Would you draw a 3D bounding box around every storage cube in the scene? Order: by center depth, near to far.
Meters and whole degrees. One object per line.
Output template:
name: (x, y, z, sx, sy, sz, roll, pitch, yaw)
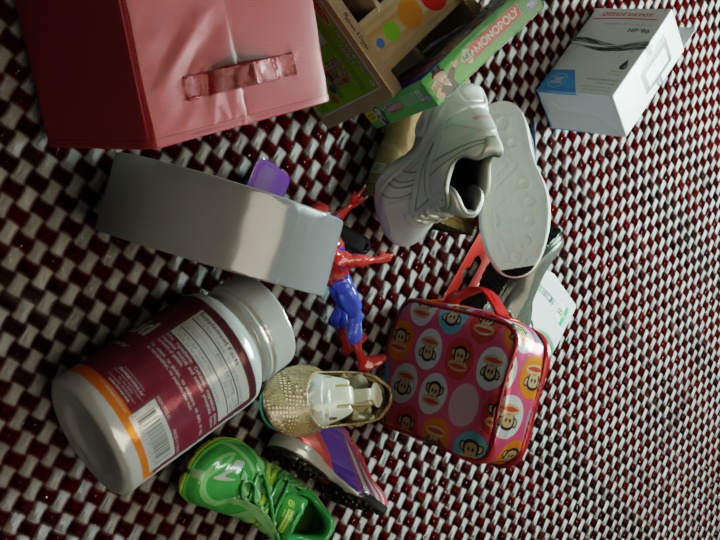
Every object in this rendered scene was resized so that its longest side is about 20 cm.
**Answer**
storage cube: (-0.149, -0.201, 0.776, 0.169, 0.198, 0.184, -22, 109, -38)

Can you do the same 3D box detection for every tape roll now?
tape roll: (-0.115, -0.037, 0.842, 0.198, 0.198, 0.068, 17, 88, -45)

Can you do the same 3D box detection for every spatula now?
spatula: (-0.050, -0.053, 1.027, 0.199, 0.020, 0.057, 28, 86, -45)

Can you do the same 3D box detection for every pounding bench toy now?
pounding bench toy: (-0.012, -0.270, 0.934, 0.156, 0.124, 0.201, -46, 107, -27)

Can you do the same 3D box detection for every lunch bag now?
lunch bag: (0.107, 0.104, 1.098, 0.081, 0.198, 0.180, 14, 91, -40)

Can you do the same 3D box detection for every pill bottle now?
pill bottle: (-0.159, 0.092, 0.892, 0.199, 0.113, 0.116, -34, 122, -34)

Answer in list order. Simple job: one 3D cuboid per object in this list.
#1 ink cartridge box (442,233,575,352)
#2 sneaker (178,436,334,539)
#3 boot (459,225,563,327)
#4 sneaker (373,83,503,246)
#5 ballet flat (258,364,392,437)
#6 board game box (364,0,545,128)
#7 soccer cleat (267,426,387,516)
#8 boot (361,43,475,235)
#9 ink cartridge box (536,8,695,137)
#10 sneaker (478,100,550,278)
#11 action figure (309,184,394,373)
ink cartridge box: (0.184, 0.055, 1.268, 0.200, 0.050, 0.163, 47, 67, -43)
sneaker: (-0.095, 0.222, 1.008, 0.199, 0.083, 0.075, 32, 79, -43)
boot: (0.195, 0.054, 1.230, 0.200, 0.067, 0.131, -47, 117, -14)
sneaker: (0.075, -0.078, 0.983, 0.077, 0.101, 0.201, -7, 145, -27)
ballet flat: (-0.025, 0.124, 1.004, 0.199, 0.064, 0.072, 4, 75, -64)
board game box: (0.080, -0.197, 0.956, 0.134, 0.200, 0.029, -43, 102, -10)
soccer cleat: (-0.023, 0.203, 1.092, 0.200, 0.067, 0.074, 45, 57, -41)
boot: (0.091, -0.153, 1.112, 0.174, 0.065, 0.204, 21, 84, -45)
ink cartridge box: (0.324, -0.266, 1.276, 0.201, 0.115, 0.068, -53, 132, -22)
sneaker: (0.172, -0.080, 1.157, 0.147, 0.079, 0.205, 50, 33, -75)
action figure: (0.000, 0.000, 1.039, 0.098, 0.065, 0.202, -34, 131, -15)
